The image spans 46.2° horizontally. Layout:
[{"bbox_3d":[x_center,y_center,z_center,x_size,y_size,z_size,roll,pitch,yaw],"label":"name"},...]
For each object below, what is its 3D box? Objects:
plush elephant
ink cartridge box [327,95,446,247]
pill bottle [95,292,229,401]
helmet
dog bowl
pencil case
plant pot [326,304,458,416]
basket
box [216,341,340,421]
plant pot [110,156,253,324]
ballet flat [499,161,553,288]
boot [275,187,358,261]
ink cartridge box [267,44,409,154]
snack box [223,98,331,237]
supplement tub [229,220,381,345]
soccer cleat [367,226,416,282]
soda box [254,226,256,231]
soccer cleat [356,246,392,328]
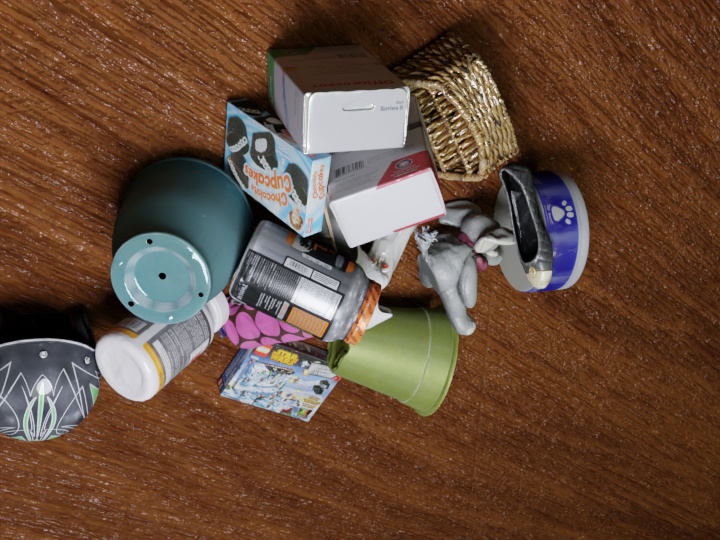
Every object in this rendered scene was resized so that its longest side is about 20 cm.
[{"bbox_3d":[0.179,-0.030,1.419,0.153,0.165,0.201,-28,134,-7],"label":"plush elephant"},{"bbox_3d":[0.032,-0.143,1.181,0.145,0.202,0.084,-18,128,11],"label":"ink cartridge box"},{"bbox_3d":[-0.294,0.096,1.279,0.200,0.115,0.118,-44,148,-48],"label":"pill bottle"},{"bbox_3d":[-0.475,0.154,1.246,0.197,0.192,0.202,-12,129,-15],"label":"helmet"},{"bbox_3d":[0.300,-0.066,1.424,0.077,0.201,0.203,-6,126,-16],"label":"dog bowl"},{"bbox_3d":[-0.135,0.070,1.345,0.198,0.091,0.095,-14,107,39],"label":"pencil case"},{"bbox_3d":[0.046,0.139,1.486,0.187,0.201,0.202,14,119,-18],"label":"plant pot"},{"bbox_3d":[0.136,-0.224,1.274,0.148,0.143,0.201,-32,130,0],"label":"basket"},{"bbox_3d":[-0.139,0.189,1.519,0.198,0.040,0.138,24,113,-35],"label":"box"},{"bbox_3d":[-0.258,-0.028,1.174,0.196,0.189,0.203,1,118,1],"label":"plant pot"},{"bbox_3d":[0.254,-0.069,1.320,0.056,0.066,0.203,-12,88,-38],"label":"ballet flat"},{"bbox_3d":[-0.097,-0.089,1.247,0.136,0.078,0.203,-13,107,15],"label":"boot"},{"bbox_3d":[-0.035,-0.237,1.148,0.143,0.200,0.089,-7,120,-18],"label":"ink cartridge box"},{"bbox_3d":[-0.121,-0.147,1.183,0.037,0.199,0.118,-20,133,-38],"label":"snack box"},{"bbox_3d":[-0.077,0.022,1.206,0.198,0.123,0.124,26,114,-6],"label":"supplement tub"},{"bbox_3d":[0.054,-0.061,1.415,0.068,0.078,0.203,24,97,3],"label":"soccer cleat"},{"bbox_3d":[-0.139,-0.015,1.357,0.198,0.064,0.069,18,116,-33],"label":"soda box"},{"bbox_3d":[0.000,0.000,1.349,0.084,0.069,0.203,-14,112,-3],"label":"soccer cleat"}]
